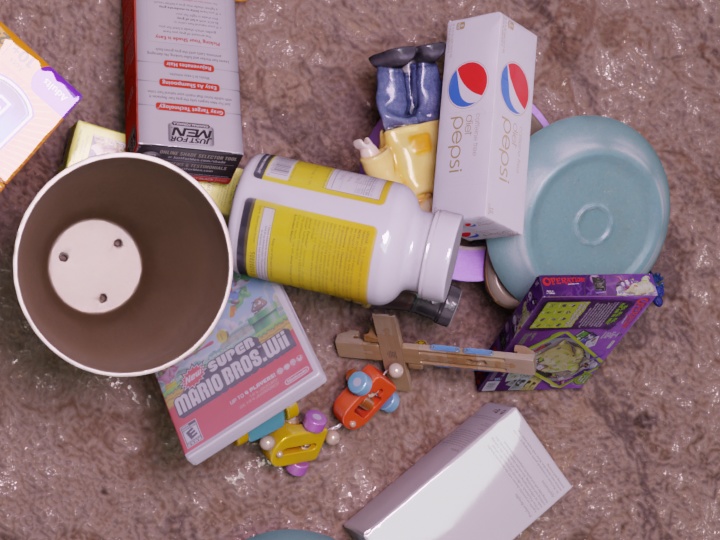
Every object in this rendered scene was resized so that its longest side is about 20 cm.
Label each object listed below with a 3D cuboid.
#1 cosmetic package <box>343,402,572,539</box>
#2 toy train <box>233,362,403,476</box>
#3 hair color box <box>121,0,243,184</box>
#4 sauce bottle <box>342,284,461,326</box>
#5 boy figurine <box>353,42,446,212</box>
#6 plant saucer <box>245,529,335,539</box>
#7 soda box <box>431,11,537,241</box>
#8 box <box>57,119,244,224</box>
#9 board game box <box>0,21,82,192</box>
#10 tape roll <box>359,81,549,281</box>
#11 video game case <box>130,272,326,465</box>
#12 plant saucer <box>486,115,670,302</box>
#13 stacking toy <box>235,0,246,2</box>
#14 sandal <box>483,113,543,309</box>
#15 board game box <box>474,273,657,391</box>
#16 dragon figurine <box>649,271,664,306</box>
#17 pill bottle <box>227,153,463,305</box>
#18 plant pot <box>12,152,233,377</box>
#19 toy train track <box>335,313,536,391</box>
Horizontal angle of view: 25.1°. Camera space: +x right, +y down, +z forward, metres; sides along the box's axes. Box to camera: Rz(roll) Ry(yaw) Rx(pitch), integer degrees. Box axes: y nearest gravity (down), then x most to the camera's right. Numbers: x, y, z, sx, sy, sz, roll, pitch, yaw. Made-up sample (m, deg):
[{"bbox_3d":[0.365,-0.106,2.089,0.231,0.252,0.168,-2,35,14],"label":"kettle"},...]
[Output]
[{"bbox_3d":[0.096,0.234,1.608,0.200,0.085,0.108,-37,99,-13],"label":"cosmetic package"},{"bbox_3d":[-0.054,0.118,1.556,0.150,0.056,0.200,-50,142,8],"label":"toy train"},{"bbox_3d":[-0.166,-0.185,1.500,0.101,0.061,0.201,5,62,-19],"label":"hair color box"},{"bbox_3d":[0.000,0.000,1.569,0.199,0.066,0.066,20,84,0],"label":"sauce bottle"},{"bbox_3d":[0.052,-0.111,1.540,0.124,0.064,0.202,-6,89,-26],"label":"boy figurine"},{"bbox_3d":[-0.069,0.351,1.557,0.198,0.036,0.202,-1,100,-7],"label":"plant saucer"},{"bbox_3d":[0.116,-0.134,1.513,0.068,0.063,0.201,22,68,-49],"label":"soda box"},{"bbox_3d":[-0.182,-0.087,1.532,0.199,0.075,0.050,15,83,-15],"label":"box"},{"bbox_3d":[-0.390,-0.134,1.401,0.200,0.200,0.200,42,79,-12],"label":"board game box"},{"bbox_3d":[0.102,-0.089,1.622,0.199,0.066,0.202,0,89,-17],"label":"tape roll"},{"bbox_3d":[-0.125,0.066,1.481,0.143,0.200,0.017,-33,137,5],"label":"video game case"},{"bbox_3d":[0.218,-0.047,1.559,0.199,0.036,0.201,-5,107,-18],"label":"plant saucer"},{"bbox_3d":[-0.082,-0.352,1.558,0.116,0.110,0.201,24,94,-18],"label":"stacking toy"},{"bbox_3d":[0.157,-0.063,1.576,0.080,0.054,0.202,0,90,-17],"label":"sandal"},{"bbox_3d":[0.197,0.063,1.588,0.119,0.200,0.032,3,59,-15],"label":"board game box"},{"bbox_3d":[0.257,-0.048,1.637,0.059,0.099,0.201,-22,115,-18],"label":"dragon figurine"},{"bbox_3d":[-0.013,-0.032,1.453,0.199,0.112,0.113,13,86,7],"label":"pill bottle"},{"bbox_3d":[-0.227,-0.004,1.451,0.186,0.200,0.189,0,90,-18],"label":"plant pot"},{"bbox_3d":[0.075,0.074,1.584,0.199,0.115,0.033,5,49,17],"label":"toy train track"}]
